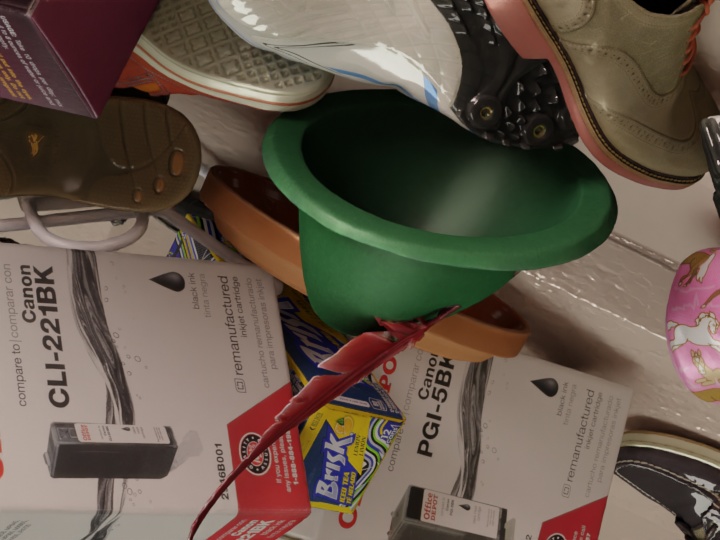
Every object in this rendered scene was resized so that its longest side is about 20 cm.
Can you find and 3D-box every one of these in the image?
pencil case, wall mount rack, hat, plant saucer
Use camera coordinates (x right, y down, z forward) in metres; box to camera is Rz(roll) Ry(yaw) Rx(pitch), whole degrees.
[{"bbox_3d":[0.247,0.025,0.992,0.086,0.083,0.199,19,164,-39],"label":"pencil case"},{"bbox_3d":[-0.139,-0.041,1.145,0.173,0.200,0.075,-5,124,-17],"label":"wall mount rack"},{"bbox_3d":[0.012,0.024,1.002,0.199,0.166,0.177,3,121,-16],"label":"hat"},{"bbox_3d":[0.000,0.000,1.123,0.199,0.032,0.200,26,-172,-4],"label":"plant saucer"}]

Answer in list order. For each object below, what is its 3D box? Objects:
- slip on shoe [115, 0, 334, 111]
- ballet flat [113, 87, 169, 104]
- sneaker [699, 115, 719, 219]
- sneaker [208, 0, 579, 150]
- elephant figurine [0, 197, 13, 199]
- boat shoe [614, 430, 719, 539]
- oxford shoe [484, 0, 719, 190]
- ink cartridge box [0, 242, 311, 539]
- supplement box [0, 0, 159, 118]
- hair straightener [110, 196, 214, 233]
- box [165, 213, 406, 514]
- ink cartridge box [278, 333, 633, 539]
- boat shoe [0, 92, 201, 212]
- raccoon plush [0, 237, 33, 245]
[{"bbox_3d":[-0.094,-0.118,1.019,0.199,0.074,0.061,18,150,30],"label":"slip on shoe"},{"bbox_3d":[-0.198,-0.130,1.104,0.199,0.069,0.068,26,160,-5],"label":"ballet flat"},{"bbox_3d":[0.202,-0.036,0.881,0.090,0.079,0.200,-18,171,8],"label":"sneaker"},{"bbox_3d":[0.021,-0.115,0.942,0.199,0.072,0.073,22,-167,-12],"label":"sneaker"},{"bbox_3d":[-0.286,-0.090,1.238,0.199,0.156,0.142,19,126,-15],"label":"elephant figurine"},{"bbox_3d":[0.250,0.171,1.338,0.199,0.065,0.072,29,159,-11],"label":"boat shoe"},{"bbox_3d":[0.122,-0.096,0.866,0.074,0.071,0.200,-14,149,29],"label":"oxford shoe"},{"bbox_3d":[-0.138,0.070,1.039,0.199,0.145,0.084,5,153,-33],"label":"ink cartridge box"},{"bbox_3d":[-0.201,-0.157,0.987,0.199,0.111,0.086,14,154,24],"label":"supplement box"},{"bbox_3d":[-0.070,-0.006,1.290,0.199,0.041,0.077,15,156,21],"label":"hair straightener"},{"bbox_3d":[-0.054,0.051,1.163,0.064,0.070,0.200,14,-157,-36],"label":"box"},{"bbox_3d":[0.051,0.113,1.227,0.199,0.148,0.083,17,174,-28],"label":"ink cartridge box"},{"bbox_3d":[-0.181,-0.072,1.059,0.199,0.073,0.068,12,-177,-4],"label":"boat shoe"},{"bbox_3d":[-0.292,-0.056,1.355,0.199,0.097,0.134,4,144,24],"label":"raccoon plush"}]
